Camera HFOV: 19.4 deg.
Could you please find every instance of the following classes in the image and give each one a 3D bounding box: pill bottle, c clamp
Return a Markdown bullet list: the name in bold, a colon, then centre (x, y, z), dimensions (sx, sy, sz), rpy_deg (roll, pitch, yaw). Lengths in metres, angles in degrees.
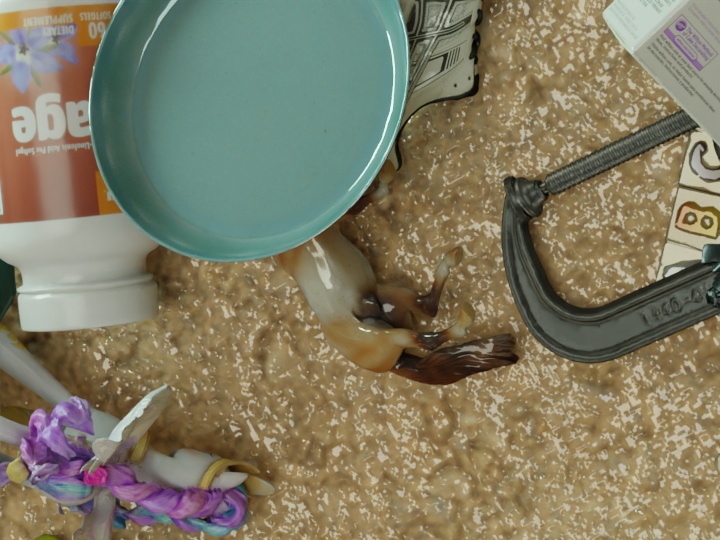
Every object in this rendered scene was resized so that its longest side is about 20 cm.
- **pill bottle**: centre (-0.173, -0.068, 1.264), dimensions (0.111, 0.112, 0.202), rpy_deg (-5, 94, 20)
- **c clamp**: centre (0.160, -0.047, 1.190), dimensions (0.199, 0.027, 0.172), rpy_deg (-31, 90, 18)

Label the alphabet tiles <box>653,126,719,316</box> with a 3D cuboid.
- **alphabet tiles**: centre (0.263, -0.061, 1.166), dimensions (0.166, 0.008, 0.202), rpy_deg (15, 101, 18)

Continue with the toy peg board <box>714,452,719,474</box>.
- **toy peg board**: centre (0.320, 0.125, 1.112), dimensions (0.199, 0.098, 0.200), rpy_deg (-42, 84, 19)

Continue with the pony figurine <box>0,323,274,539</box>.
- **pony figurine**: centre (-0.163, 0.114, 1.227), dimensions (0.199, 0.193, 0.168), rpy_deg (23, 109, 10)

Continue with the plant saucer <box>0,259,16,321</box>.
- **plant saucer**: centre (-0.256, 0.064, 1.265), dimensions (0.019, 0.201, 0.070), rpy_deg (19, 143, 9)

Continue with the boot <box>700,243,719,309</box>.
- **boot**: centre (0.286, 0.000, 1.062), dimensions (0.198, 0.073, 0.163), rpy_deg (34, 99, 6)

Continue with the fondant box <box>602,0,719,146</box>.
- **fondant box**: centre (0.247, -0.145, 1.087), dimensions (0.200, 0.058, 0.144), rpy_deg (-42, 117, 12)

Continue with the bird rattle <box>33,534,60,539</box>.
- **bird rattle**: centre (-0.149, 0.258, 1.299), dimensions (0.162, 0.113, 0.202), rpy_deg (-14, 94, 4)

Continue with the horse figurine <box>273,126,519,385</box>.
- **horse figurine**: centre (0.000, 0.000, 1.229), dimensions (0.200, 0.050, 0.132), rpy_deg (49, 139, -1)

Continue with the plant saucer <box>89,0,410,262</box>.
- **plant saucer**: centre (-0.060, -0.101, 1.176), dimensions (0.199, 0.027, 0.202), rpy_deg (-5, 78, 23)

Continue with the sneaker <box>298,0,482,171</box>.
- **sneaker**: centre (0.045, -0.145, 1.211), dimensions (0.087, 0.076, 0.200), rpy_deg (37, 104, -12)
